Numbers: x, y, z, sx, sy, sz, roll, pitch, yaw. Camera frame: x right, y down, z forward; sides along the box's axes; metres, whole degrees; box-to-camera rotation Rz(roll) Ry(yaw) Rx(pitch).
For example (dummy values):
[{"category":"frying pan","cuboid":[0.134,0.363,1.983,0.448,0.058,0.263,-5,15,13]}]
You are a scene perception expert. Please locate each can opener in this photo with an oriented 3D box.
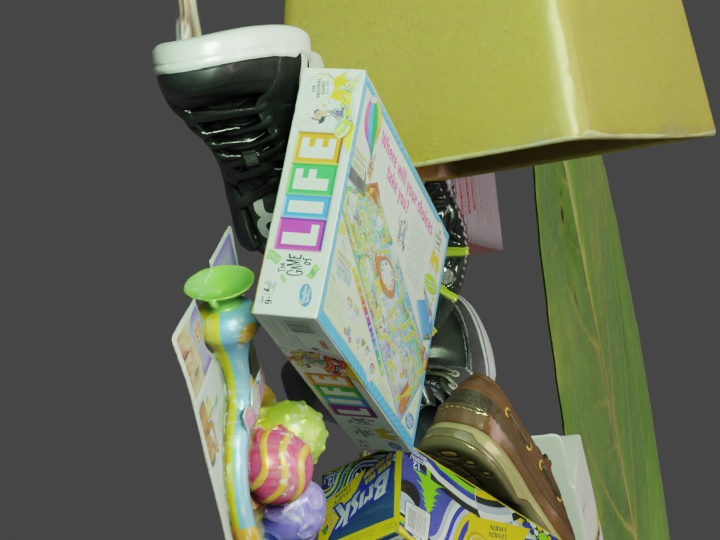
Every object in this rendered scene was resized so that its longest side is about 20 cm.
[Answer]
[{"category":"can opener","cuboid":[-0.001,0.065,1.292,0.200,0.053,0.067,20,48,-74]}]

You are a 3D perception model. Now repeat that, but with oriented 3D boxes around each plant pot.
[{"category":"plant pot","cuboid":[0.072,-0.161,1.243,0.195,0.194,0.200,-5,88,-58]}]

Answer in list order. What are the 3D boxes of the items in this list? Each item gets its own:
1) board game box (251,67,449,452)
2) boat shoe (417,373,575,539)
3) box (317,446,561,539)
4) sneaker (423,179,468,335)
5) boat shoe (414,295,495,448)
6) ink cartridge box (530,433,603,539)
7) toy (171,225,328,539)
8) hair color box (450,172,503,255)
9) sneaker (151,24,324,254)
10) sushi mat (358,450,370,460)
[{"category":"board game box","cuboid":[0.000,0.000,1.119,0.200,0.034,0.135,58,39,-62]},{"category":"boat shoe","cuboid":[0.103,0.144,1.399,0.200,0.072,0.068,58,47,-43]},{"category":"box","cuboid":[0.064,0.180,1.289,0.200,0.070,0.064,35,43,-35]},{"category":"sneaker","cuboid":[0.027,-0.043,1.405,0.076,0.075,0.200,-166,-100,-73]},{"category":"boat shoe","cuboid":[0.048,0.099,1.448,0.066,0.070,0.200,60,34,-61]},{"category":"ink cartridge box","cuboid":[0.112,0.188,1.539,0.068,0.116,0.200,-72,152,-58]},{"category":"toy","cuboid":[-0.045,0.089,1.097,0.115,0.047,0.200,-70,149,-58]},{"category":"hair color box","cuboid":[0.054,-0.063,1.546,0.200,0.061,0.102,12,71,-77]},{"category":"sneaker","cuboid":[-0.049,-0.063,1.102,0.200,0.073,0.112,-3,85,-78]},{"category":"sushi mat","cuboid":[0.023,0.206,1.296,0.096,0.012,0.200,37,37,-24]}]
